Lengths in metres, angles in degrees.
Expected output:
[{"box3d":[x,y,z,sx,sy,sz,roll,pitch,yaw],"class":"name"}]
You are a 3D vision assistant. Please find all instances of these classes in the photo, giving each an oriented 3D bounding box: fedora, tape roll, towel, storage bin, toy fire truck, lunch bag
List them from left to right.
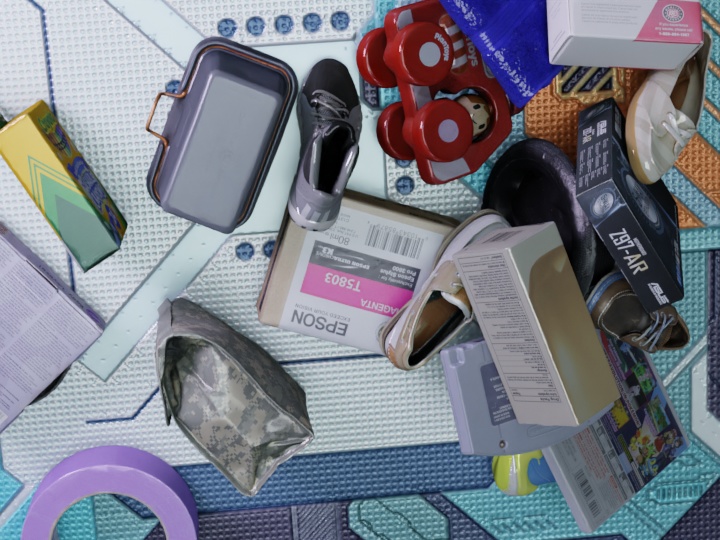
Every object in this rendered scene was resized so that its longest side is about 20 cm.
[{"box3d":[-0.287,0.307,1.630,0.199,0.066,0.201,-1,103,-5],"class":"tape roll"},{"box3d":[-0.155,-0.139,1.497,0.145,0.134,0.201,20,100,-10],"class":"storage bin"},{"box3d":[-0.156,0.125,1.545,0.118,0.164,0.200,-42,103,4],"class":"lunch bag"},{"box3d":[0.102,-0.203,1.526,0.167,0.112,0.201,-21,103,-22],"class":"toy fire truck"},{"box3d":[0.153,-0.290,1.490,0.200,0.049,0.148,50,50,-16],"class":"towel"},{"box3d":[0.217,-0.045,1.549,0.091,0.200,0.202,-1,106,-33],"class":"fedora"}]

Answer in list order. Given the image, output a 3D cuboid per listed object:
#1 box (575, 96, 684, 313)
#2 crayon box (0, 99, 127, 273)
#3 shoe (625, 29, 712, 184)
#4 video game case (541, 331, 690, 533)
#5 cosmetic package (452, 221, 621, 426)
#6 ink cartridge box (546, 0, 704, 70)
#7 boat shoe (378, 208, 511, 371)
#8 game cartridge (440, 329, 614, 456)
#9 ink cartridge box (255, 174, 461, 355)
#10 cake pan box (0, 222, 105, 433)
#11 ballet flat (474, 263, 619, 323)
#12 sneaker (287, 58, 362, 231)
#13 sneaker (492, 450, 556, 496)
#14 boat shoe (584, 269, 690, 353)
[{"box3d":[0.287,-0.074,1.510,0.043,0.200,0.161,-26,113,23],"class":"box"},{"box3d":[-0.324,-0.105,1.493,0.051,0.126,0.200,-33,104,3],"class":"crayon box"},{"box3d":[0.333,-0.181,1.514,0.070,0.053,0.201,39,57,-31],"class":"shoe"},{"box3d":[0.280,0.169,1.628,0.182,0.023,0.201,-34,106,-26],"class":"video game case"},{"box3d":[0.182,0.057,1.465,0.071,0.105,0.201,-28,102,-30],"class":"cosmetic package"},{"box3d":[0.272,-0.319,1.476,0.146,0.083,0.201,1,77,-9],"class":"ink cartridge box"},{"box3d":[0.102,0.026,1.520,0.075,0.068,0.200,34,92,-21],"class":"boat shoe"},{"box3d":[0.184,0.127,1.540,0.199,0.041,0.134,-14,90,-28],"class":"game cartridge"},{"box3d":[0.000,0.000,1.576,0.199,0.075,0.166,14,101,-10],"class":"ink cartridge box"},{"box3d":[-0.410,0.063,1.567,0.184,0.052,0.200,-44,103,8],"class":"cake pan box"},{"box3d":[0.223,0.022,1.606,0.199,0.072,0.072,-13,105,-1],"class":"ballet flat"},{"box3d":[-0.025,-0.149,1.478,0.075,0.116,0.201,9,69,-12],"class":"sneaker"},{"box3d":[0.208,0.161,1.645,0.104,0.076,0.201,-2,105,-23],"class":"sneaker"},{"box3d":[0.309,0.049,1.545,0.072,0.200,0.072,39,107,31],"class":"boat shoe"}]
